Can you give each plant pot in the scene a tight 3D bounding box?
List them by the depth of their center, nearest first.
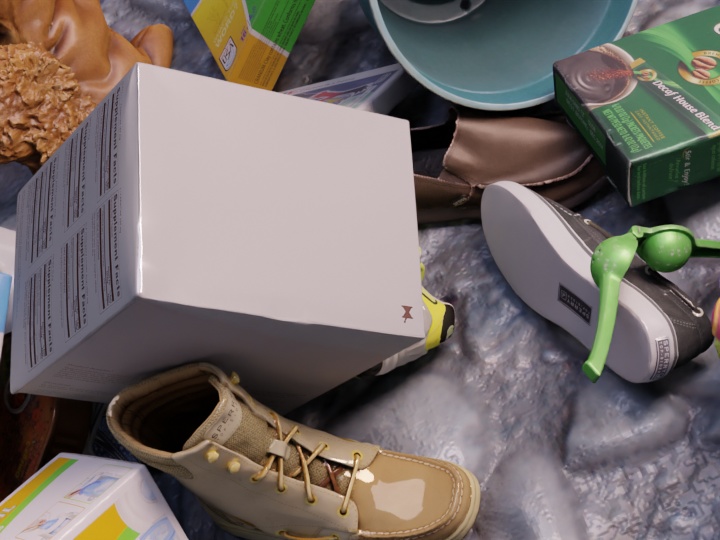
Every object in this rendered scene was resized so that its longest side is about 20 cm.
[{"bbox_3d":[0.077,-0.232,1.156,0.200,0.201,0.188,-35,21,-3],"label":"plant pot"}]

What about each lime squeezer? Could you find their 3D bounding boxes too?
[{"bbox_3d":[0.184,0.000,0.964,0.199,0.038,0.071,-24,49,-37],"label":"lime squeezer"}]

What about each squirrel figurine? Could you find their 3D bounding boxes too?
[{"bbox_3d":[-0.260,-0.173,1.284,0.141,0.187,0.201,-11,51,18],"label":"squirrel figurine"}]

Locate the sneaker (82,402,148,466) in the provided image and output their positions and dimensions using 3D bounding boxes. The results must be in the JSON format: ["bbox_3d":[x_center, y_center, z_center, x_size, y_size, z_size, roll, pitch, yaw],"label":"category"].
[{"bbox_3d":[-0.160,0.057,1.143,0.085,0.077,0.201,-6,61,13],"label":"sneaker"}]

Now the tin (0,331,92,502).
[{"bbox_3d":[-0.242,0.140,1.081,0.112,0.042,0.201,23,93,42],"label":"tin"}]

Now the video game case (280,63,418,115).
[{"bbox_3d":[-0.068,-0.100,1.170,0.181,0.023,0.200,-11,19,25],"label":"video game case"}]

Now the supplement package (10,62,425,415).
[{"bbox_3d":[-0.094,-0.007,0.996,0.200,0.190,0.148,-32,55,52],"label":"supplement package"}]

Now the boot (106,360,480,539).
[{"bbox_3d":[-0.041,0.116,0.969,0.199,0.156,0.073,3,62,30],"label":"boot"}]

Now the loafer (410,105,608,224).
[{"bbox_3d":[0.085,-0.078,1.119,0.199,0.071,0.073,-11,51,18],"label":"loafer"}]

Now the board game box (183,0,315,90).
[{"bbox_3d":[-0.085,-0.255,1.290,0.154,0.040,0.200,-62,32,22],"label":"board game box"}]

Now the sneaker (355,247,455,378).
[{"bbox_3d":[0.000,0.000,1.114,0.076,0.076,0.200,-11,43,-18],"label":"sneaker"}]

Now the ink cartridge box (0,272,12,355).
[{"bbox_3d":[-0.286,0.102,1.041,0.116,0.066,0.201,-19,62,61],"label":"ink cartridge box"}]

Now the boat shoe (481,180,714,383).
[{"bbox_3d":[0.149,0.004,1.037,0.056,0.069,0.200,-15,40,-26],"label":"boat shoe"}]

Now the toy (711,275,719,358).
[{"bbox_3d":[0.225,0.040,0.915,0.047,0.115,0.201,2,60,13],"label":"toy"}]

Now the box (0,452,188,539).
[{"bbox_3d":[-0.199,0.214,0.950,0.101,0.113,0.200,-1,33,49],"label":"box"}]

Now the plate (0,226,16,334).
[{"bbox_3d":[-0.314,0.056,1.184,0.199,0.032,0.201,17,89,35],"label":"plate"}]

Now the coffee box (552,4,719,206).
[{"bbox_3d":[0.242,-0.124,1.065,0.199,0.044,0.123,-18,45,-9],"label":"coffee box"}]
